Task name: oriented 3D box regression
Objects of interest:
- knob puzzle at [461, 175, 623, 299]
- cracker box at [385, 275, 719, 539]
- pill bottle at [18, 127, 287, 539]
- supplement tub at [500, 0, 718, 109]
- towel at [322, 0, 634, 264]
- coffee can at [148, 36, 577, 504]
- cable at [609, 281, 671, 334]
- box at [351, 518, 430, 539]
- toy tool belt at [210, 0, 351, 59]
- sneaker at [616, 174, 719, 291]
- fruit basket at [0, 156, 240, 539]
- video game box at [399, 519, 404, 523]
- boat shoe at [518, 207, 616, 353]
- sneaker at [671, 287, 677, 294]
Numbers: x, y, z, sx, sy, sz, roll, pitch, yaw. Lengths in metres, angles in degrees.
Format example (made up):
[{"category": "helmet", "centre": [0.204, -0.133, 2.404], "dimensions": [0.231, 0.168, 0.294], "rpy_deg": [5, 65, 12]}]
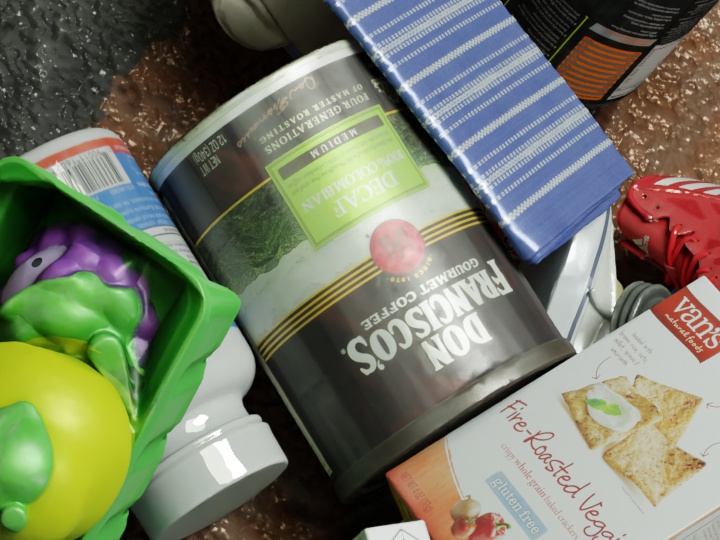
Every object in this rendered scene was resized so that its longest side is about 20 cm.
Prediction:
[{"category": "knob puzzle", "centre": [0.057, 0.010, 1.687], "dimensions": [0.218, 0.030, 0.221], "rpy_deg": [6, 76, -24]}, {"category": "cracker box", "centre": [0.131, 0.106, 1.490], "dimensions": [0.199, 0.058, 0.134], "rpy_deg": [-31, 44, -8]}, {"category": "pill bottle", "centre": [-0.124, 0.037, 1.539], "dimensions": [0.112, 0.112, 0.201], "rpy_deg": [-24, 77, -34]}, {"category": "supplement tub", "centre": [0.144, -0.176, 1.735], "dimensions": [0.122, 0.200, 0.123], "rpy_deg": [12, 58, -21]}, {"category": "towel", "centre": [0.058, -0.101, 1.586], "dimensions": [0.200, 0.024, 0.145], "rpy_deg": [52, 32, 1]}, {"category": "coffee can", "centre": [0.000, 0.000, 1.563], "dimensions": [0.146, 0.146, 0.201], "rpy_deg": [-26, 79, -35]}, {"category": "cable", "centre": [0.146, 0.109, 1.620], "dimensions": [0.097, 0.050, 0.201], "rpy_deg": [-25, 108, -36]}, {"category": "box", "centre": [-0.009, 0.210, 1.447], "dimensions": [0.035, 0.200, 0.111], "rpy_deg": [-5, 66, -29]}, {"category": "toy tool belt", "centre": [-0.016, -0.167, 1.699], "dimensions": [0.200, 0.125, 0.123], "rpy_deg": [43, 17, -39]}, {"category": "sneaker", "centre": [0.190, 0.010, 1.677], "dimensions": [0.115, 0.079, 0.200], "rpy_deg": [15, 26, 13]}, {"category": "fruit basket", "centre": [-0.160, 0.067, 1.386], "dimensions": [0.155, 0.216, 0.215], "rpy_deg": [34, 50, 20]}, {"category": "video game box", "centre": [0.088, 0.177, 1.514], "dimensions": [0.200, 0.047, 0.182], "rpy_deg": [-39, 49, -14]}, {"category": "boat shoe", "centre": [0.127, 0.054, 1.651], "dimensions": [0.086, 0.075, 0.203], "rpy_deg": [17, 75, -20]}, {"category": "sneaker", "centre": [0.210, 0.089, 1.708], "dimensions": [0.082, 0.074, 0.201], "rpy_deg": [20, 48, -17]}]
